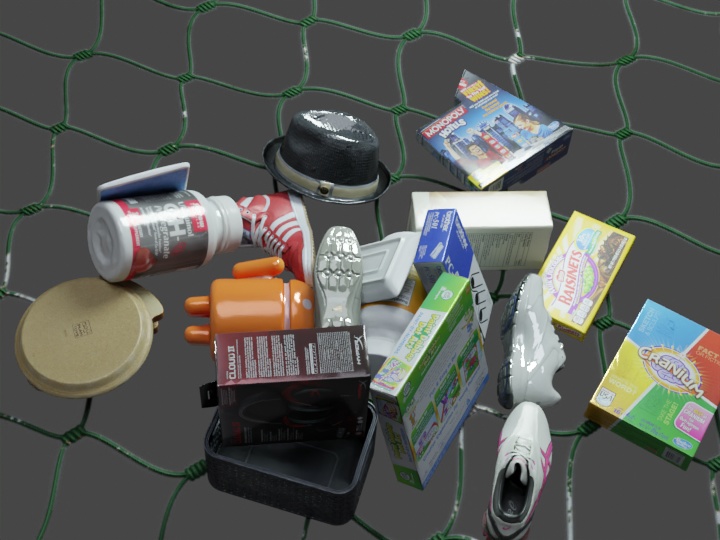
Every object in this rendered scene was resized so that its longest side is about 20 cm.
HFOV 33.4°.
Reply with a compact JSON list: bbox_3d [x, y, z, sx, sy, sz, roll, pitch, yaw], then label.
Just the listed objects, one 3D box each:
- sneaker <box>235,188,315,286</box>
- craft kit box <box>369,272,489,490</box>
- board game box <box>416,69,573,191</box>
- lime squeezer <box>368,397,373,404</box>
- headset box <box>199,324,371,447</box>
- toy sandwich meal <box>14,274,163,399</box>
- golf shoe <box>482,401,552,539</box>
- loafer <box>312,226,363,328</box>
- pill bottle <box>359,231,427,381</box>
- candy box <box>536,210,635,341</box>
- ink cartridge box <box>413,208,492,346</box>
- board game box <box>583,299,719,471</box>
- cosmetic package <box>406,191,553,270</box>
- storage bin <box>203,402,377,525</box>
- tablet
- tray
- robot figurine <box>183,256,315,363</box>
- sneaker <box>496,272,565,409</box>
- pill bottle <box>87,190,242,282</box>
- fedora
[{"bbox_3d":[-0.125,-0.042,1.712,0.111,0.072,0.201,-6,39,-10],"label":"sneaker"},{"bbox_3d":[0.092,0.142,1.522,0.048,0.199,0.201,17,53,26],"label":"craft kit box"},{"bbox_3d":[0.190,-0.215,1.873,0.199,0.062,0.200,-32,61,-24],"label":"board game box"},{"bbox_3d":[-0.036,0.151,1.591,0.199,0.071,0.038,25,64,-16],"label":"lime squeezer"},{"bbox_3d":[-0.092,0.140,1.429,0.198,0.149,0.076,-3,54,-6],"label":"headset box"},{"bbox_3d":[-0.366,0.093,1.616,0.203,0.071,0.207,0,56,0],"label":"toy sandwich meal"},{"bbox_3d":[0.205,0.249,1.512,0.072,0.092,0.201,12,57,5],"label":"golf shoe"},{"bbox_3d":[-0.033,0.042,1.577,0.069,0.070,0.202,6,70,-7],"label":"loafer"},{"bbox_3d":[0.052,0.056,1.635,0.110,0.112,0.201,14,54,7],"label":"pill bottle"},{"bbox_3d":[0.316,0.005,1.741,0.101,0.027,0.201,23,56,17],"label":"candy box"},{"bbox_3d":[0.127,0.018,1.612,0.044,0.201,0.095,-1,50,24],"label":"ink cartridge box"},{"bbox_3d":[0.415,0.152,1.631,0.152,0.040,0.200,27,57,16],"label":"board game box"},{"bbox_3d":[0.169,-0.057,1.731,0.198,0.106,0.072,0,53,-5],"label":"cosmetic package"},{"bbox_3d":[-0.087,0.222,1.519,0.198,0.094,0.136,15,55,8],"label":"storage bin"},{"bbox_3d":[-0.307,-0.103,1.685,0.129,0.200,0.014,-17,80,-15],"label":"tablet"},{"bbox_3d":[0.000,0.000,1.638,0.022,0.199,0.108,39,60,-28],"label":"tray"},{"bbox_3d":[-0.137,0.066,1.613,0.198,0.117,0.145,1,44,-5],"label":"robot figurine"},{"bbox_3d":[0.237,0.100,1.644,0.086,0.075,0.202,11,67,-7],"label":"sneaker"},{"bbox_3d":[-0.268,-0.052,1.667,0.199,0.111,0.111,-11,52,-37],"label":"pill bottle"},{"bbox_3d":[-0.043,-0.182,1.785,0.199,0.092,0.201,11,35,-8],"label":"fedora"}]
